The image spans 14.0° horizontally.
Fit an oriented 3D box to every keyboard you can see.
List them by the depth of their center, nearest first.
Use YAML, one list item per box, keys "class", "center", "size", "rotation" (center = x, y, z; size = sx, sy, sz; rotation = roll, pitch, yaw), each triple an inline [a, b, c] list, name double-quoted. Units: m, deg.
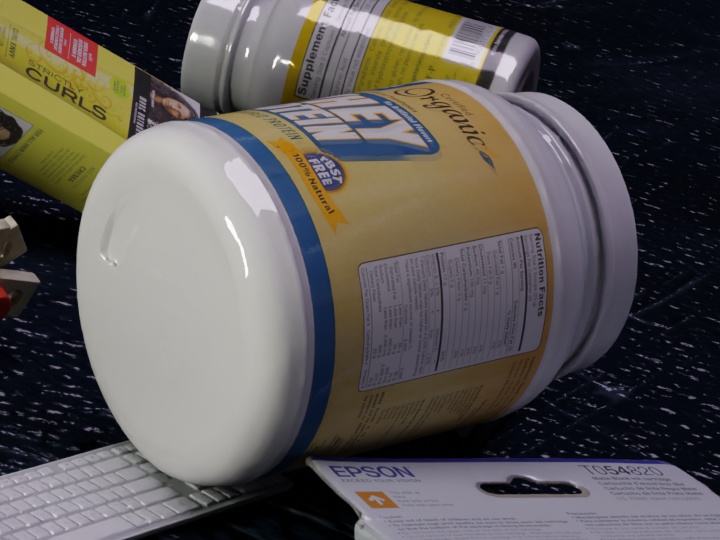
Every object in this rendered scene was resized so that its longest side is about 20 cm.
- class: "keyboard"
  center: [-0.099, 0.088, 1.137]
  size: [0.056, 0.011, 0.200]
  rotation: [22, 17, 27]

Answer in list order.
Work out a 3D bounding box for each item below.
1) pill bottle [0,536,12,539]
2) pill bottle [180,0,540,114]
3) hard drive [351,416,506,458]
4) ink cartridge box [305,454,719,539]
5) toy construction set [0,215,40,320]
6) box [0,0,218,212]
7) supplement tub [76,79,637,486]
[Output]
- class: "pill bottle"
  center: [-0.196, 0.098, 0.814]
  size: [0.199, 0.115, 0.114]
  rotation: [14, 15, 3]
- class: "pill bottle"
  center: [-0.001, -0.112, 1.750]
  size: [0.199, 0.112, 0.111]
  rotation: [17, 15, 10]
- class: "hard drive"
  center: [0.003, 0.040, 1.361]
  size: [0.139, 0.033, 0.200]
  rotation: [17, 15, 11]
- class: "ink cartridge box"
  center: [0.103, 0.129, 1.116]
  size: [0.199, 0.041, 0.200]
  rotation: [3, 19, -35]
- class: "toy construction set"
  center: [-0.241, -0.026, 1.292]
  size: [0.200, 0.092, 0.131]
  rotation: [32, -2, 31]
- class: "box"
  center: [-0.166, -0.088, 1.465]
  size: [0.199, 0.050, 0.076]
  rotation: [30, 41, -25]
- class: "supplement tub"
  center: [0.000, 0.000, 1.197]
  size: [0.199, 0.146, 0.144]
  rotation: [-12, 28, -37]
